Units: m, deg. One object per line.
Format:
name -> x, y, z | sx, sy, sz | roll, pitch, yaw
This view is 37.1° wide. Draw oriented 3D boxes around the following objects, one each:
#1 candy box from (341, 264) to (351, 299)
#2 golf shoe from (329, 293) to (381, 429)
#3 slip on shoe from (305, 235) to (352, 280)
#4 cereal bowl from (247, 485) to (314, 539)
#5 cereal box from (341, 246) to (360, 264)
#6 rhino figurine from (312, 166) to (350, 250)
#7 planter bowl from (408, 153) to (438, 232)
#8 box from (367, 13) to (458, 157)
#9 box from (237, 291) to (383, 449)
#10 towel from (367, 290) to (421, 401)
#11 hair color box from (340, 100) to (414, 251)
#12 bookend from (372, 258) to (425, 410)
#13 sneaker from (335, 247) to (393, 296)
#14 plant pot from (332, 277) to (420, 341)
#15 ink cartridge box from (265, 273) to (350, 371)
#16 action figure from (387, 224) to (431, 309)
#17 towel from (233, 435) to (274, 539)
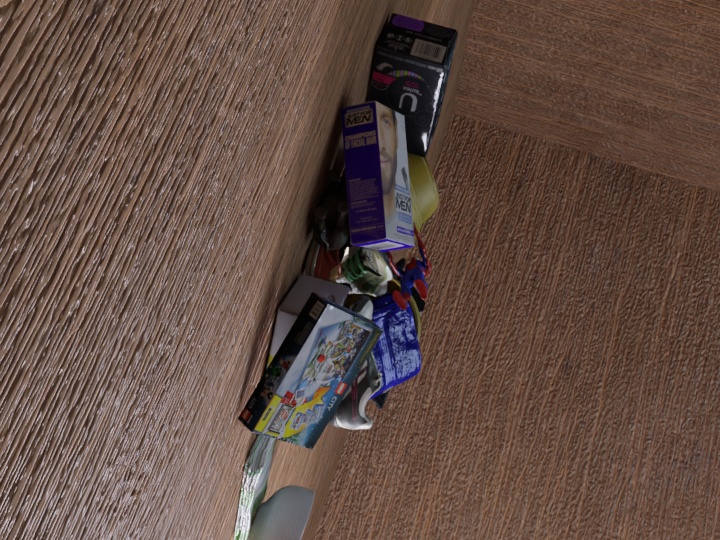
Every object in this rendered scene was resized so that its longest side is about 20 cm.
candy box -> -0.006, -0.057, 2.012 | 0.115, 0.054, 0.203 | -45, 150, -79
golf shoe -> -0.002, 0.137, 1.602 | 0.077, 0.087, 0.203 | -25, 130, -83
slip on shoe -> -0.034, -0.061, 1.694 | 0.075, 0.060, 0.202 | 96, 9, -50
cereal bowl -> -0.152, 0.457, 1.826 | 0.200, 0.082, 0.203 | -156, -91, -89
cereal box -> 0.011, -0.124, 1.770 | 0.201, 0.039, 0.145 | 116, -16, -48
rhino figurine -> -0.027, -0.113, 1.628 | 0.088, 0.059, 0.202 | 95, 10, -46
planter bowl -> 0.088, -0.151, 1.908 | 0.200, 0.082, 0.203 | 160, -90, -89
box -> 0.082, -0.310, 1.810 | 0.202, 0.120, 0.107 | 100, 8, -48
box -> -0.067, 0.142, 1.477 | 0.136, 0.038, 0.202 | 27, 95, -51
towel -> 0.020, 0.129, 1.740 | 0.199, 0.049, 0.150 | -21, 98, -44
hair color box -> 0.026, -0.136, 1.576 | 0.109, 0.064, 0.204 | 10, 73, -64
bookend -> 0.058, 0.121, 2.053 | 0.198, 0.201, 0.092 | -36, -176, 14
sneaker -> 0.000, 0.000, 1.723 | 0.201, 0.087, 0.078 | 96, -24, -67
plant pot -> 0.027, 0.099, 1.921 | 0.142, 0.197, 0.203 | 5, 102, -72
ink cartridge box -> -0.087, 0.127, 1.593 | 0.145, 0.082, 0.203 | -62, 167, -67
action figure -> 0.078, -0.012, 1.795 | 0.100, 0.064, 0.200 | 64, 11, -8
towel -> -0.160, 0.330, 1.729 | 0.150, 0.030, 0.202 | -66, 171, -51
